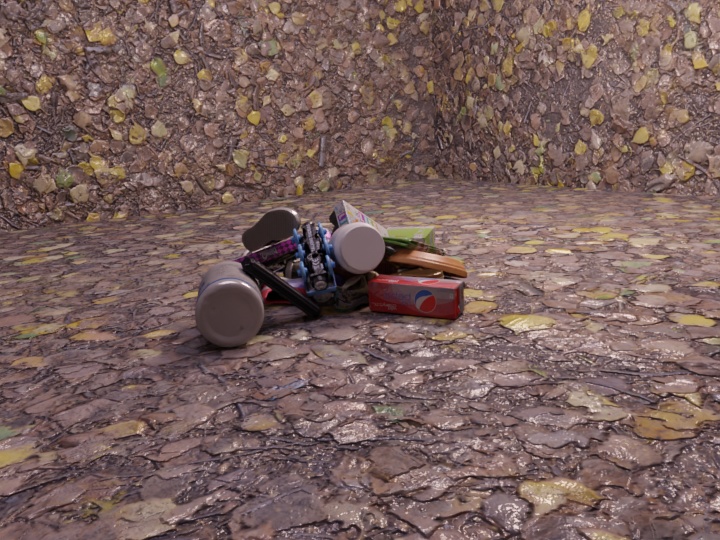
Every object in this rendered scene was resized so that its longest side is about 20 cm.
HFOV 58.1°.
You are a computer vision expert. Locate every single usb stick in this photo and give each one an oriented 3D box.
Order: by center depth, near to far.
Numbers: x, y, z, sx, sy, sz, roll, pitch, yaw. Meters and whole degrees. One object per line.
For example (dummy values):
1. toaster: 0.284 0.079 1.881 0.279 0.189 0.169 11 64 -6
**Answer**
1. usb stick: -0.163 0.035 1.343 0.200 0.033 0.055 38 -7 -29

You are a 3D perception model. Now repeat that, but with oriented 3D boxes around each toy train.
1. toy train: -0.099 -0.018 1.446 0.086 0.115 0.201 -14 47 -3

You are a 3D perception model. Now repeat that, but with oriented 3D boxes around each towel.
1. towel: 0.108 -0.058 1.635 0.148 0.031 0.199 7 -2 33

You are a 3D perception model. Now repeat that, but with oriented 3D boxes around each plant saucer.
1. plant saucer: 0.167 -0.018 1.594 0.198 0.038 0.200 13 -2 1

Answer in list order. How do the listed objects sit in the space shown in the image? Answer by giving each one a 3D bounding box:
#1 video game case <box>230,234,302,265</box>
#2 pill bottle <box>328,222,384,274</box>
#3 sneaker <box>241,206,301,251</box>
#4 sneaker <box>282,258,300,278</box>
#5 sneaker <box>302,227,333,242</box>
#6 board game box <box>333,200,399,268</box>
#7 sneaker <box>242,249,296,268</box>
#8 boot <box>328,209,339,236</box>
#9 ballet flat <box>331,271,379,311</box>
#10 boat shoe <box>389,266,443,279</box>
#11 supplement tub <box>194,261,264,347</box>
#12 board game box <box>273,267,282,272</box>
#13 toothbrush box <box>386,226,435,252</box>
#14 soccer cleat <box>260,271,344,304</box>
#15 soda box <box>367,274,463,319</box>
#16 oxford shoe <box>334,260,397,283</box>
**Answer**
1. video game case: -0.254 -0.028 1.670 0.199 0.036 0.181 -23 -1 -23
2. pill bottle: -0.008 -0.050 1.456 0.112 0.115 0.200 -5 3 -8
3. sneaker: -0.200 -0.108 1.552 0.199 0.079 0.079 -19 10 42
4. sneaker: -0.135 -0.010 1.732 0.089 0.067 0.200 6 16 12
5. sneaker: -0.062 -0.051 1.739 0.199 0.073 0.114 22 16 -12
6. board game box: 0.017 -0.083 1.672 0.034 0.135 0.199 -32 -35 23
7. sneaker: -0.240 -0.039 1.842 0.199 0.076 0.087 -14 17 -37
8. boot: -0.012 -0.097 1.750 0.130 0.068 0.201 33 21 -22
9. ballet flat: 0.015 0.038 1.470 0.072 0.073 0.199 9 17 42
10. boat shoe: 0.128 0.032 1.484 0.072 0.066 0.200 -19 10 -26
11. supplement tub: -0.261 0.063 1.293 0.130 0.133 0.200 -6 12 -11
12. board game box: -0.279 0.018 1.552 0.157 0.039 0.200 -24 6 19
13. toothbrush box: 0.132 -0.071 1.867 0.144 0.087 0.200 -1 14 14
14. soccer cleat: -0.133 0.047 1.502 0.198 0.069 0.073 -4 30 -5
15. soda box: 0.117 0.054 1.374 0.198 0.071 0.063 3 16 26
16. oxford shoe: 0.000 0.000 1.639 0.198 0.071 0.075 2 7 12
